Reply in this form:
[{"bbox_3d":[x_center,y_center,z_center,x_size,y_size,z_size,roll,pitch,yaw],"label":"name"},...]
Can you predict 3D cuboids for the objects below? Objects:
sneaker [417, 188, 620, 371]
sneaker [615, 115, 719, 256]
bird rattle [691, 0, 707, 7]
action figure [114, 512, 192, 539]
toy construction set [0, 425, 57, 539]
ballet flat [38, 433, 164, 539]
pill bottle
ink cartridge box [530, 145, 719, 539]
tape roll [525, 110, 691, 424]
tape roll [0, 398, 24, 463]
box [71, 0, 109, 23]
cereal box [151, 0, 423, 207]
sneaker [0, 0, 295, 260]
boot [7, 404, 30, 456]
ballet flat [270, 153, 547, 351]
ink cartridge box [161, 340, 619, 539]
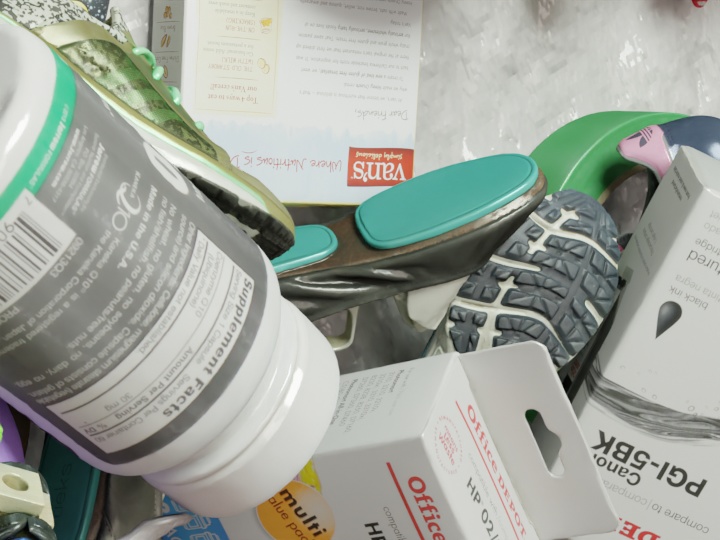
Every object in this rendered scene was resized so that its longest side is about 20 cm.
[{"bbox_3d":[0.060,0.043,0.890,0.077,0.086,0.201,34,89,-11],"label":"sneaker"},{"bbox_3d":[0.175,0.013,0.942,0.081,0.070,0.202,-1,104,-3],"label":"sneaker"},{"bbox_3d":[0.165,-0.234,0.936,0.198,0.112,0.165,-13,87,-37],"label":"bird rattle"},{"bbox_3d":[-0.079,0.201,0.677,0.104,0.199,0.196,-8,93,-28],"label":"action figure"},{"bbox_3d":[-0.180,0.110,0.586,0.130,0.093,0.201,19,124,-25],"label":"toy construction set"},{"bbox_3d":[-0.110,0.052,0.779,0.063,0.067,0.202,28,63,-48],"label":"ballet flat"},{"bbox_3d":[-0.102,0.008,0.663,0.200,0.113,0.114,45,70,-38],"label":"pill bottle"},{"bbox_3d":[0.188,0.061,0.878,0.146,0.083,0.202,24,108,-5],"label":"ink cartridge box"},{"bbox_3d":[0.161,0.008,0.988,0.199,0.048,0.203,-5,98,-35],"label":"tape roll"},{"bbox_3d":[-0.228,0.106,0.655,0.198,0.066,0.202,-7,121,-11],"label":"tape roll"},{"bbox_3d":[-0.176,-0.131,0.736,0.136,0.038,0.202,13,88,-36],"label":"box"},{"bbox_3d":[-0.034,-0.133,0.837,0.143,0.039,0.203,1,95,-36],"label":"cereal box"},{"bbox_3d":[-0.101,-0.074,0.727,0.199,0.077,0.089,35,51,-28],"label":"sneaker"},{"bbox_3d":[-0.222,0.027,0.717,0.200,0.074,0.098,38,54,-30],"label":"boot"},{"bbox_3d":[0.000,0.000,0.834,0.198,0.068,0.069,-16,121,1],"label":"ballet flat"},{"bbox_3d":[0.008,0.112,0.796,0.116,0.198,0.068,64,29,-22],"label":"ink cartridge box"}]
